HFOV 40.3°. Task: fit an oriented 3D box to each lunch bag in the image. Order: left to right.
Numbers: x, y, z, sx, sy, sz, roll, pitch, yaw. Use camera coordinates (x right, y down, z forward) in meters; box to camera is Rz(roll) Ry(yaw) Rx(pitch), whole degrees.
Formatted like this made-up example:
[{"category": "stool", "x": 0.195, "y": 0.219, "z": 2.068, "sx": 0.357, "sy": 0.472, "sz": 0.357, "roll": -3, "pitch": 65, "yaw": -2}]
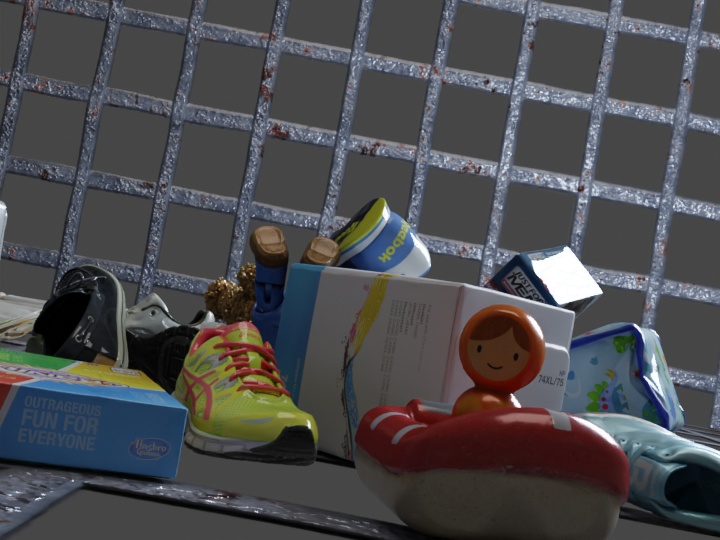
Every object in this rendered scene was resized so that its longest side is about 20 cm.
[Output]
[{"category": "lunch bag", "x": 0.195, "y": 0.133, "z": 0.937, "sx": 0.198, "sy": 0.129, "sz": 0.170, "roll": -18, "pitch": -14, "yaw": 19}]

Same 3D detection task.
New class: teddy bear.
[{"category": "teddy bear", "x": -0.120, "y": 0.065, "z": 1.110, "sx": 0.066, "sy": 0.146, "sz": 0.199, "roll": 10, "pitch": 13, "yaw": -46}]

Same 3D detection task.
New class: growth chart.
[{"category": "growth chart", "x": -0.366, "y": 0.051, "z": 0.925, "sx": 0.144, "sy": 0.018, "sz": 0.199, "roll": 11, "pitch": 16, "yaw": 32}]

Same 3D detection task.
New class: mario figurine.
[{"category": "mario figurine", "x": -0.080, "y": 0.048, "z": 0.935, "sx": 0.123, "sy": 0.201, "sz": 0.106, "roll": 32, "pitch": 35, "yaw": 24}]

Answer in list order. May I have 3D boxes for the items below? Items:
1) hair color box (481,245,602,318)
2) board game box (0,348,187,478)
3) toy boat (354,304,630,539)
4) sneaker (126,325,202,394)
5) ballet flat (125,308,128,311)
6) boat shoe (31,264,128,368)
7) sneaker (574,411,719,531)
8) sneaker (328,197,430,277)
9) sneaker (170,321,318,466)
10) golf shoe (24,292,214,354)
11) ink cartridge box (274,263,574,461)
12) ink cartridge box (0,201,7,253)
[{"category": "hair color box", "x": 0.120, "y": 0.066, "z": 0.913, "sx": 0.100, "sy": 0.200, "sz": 0.061, "roll": -10, "pitch": 58, "yaw": -53}, {"category": "board game box", "x": -0.200, "y": 0.081, "z": 0.610, "sx": 0.152, "sy": 0.041, "sz": 0.200, "roll": 12, "pitch": -3, "yaw": -20}, {"category": "toy boat", "x": 0.076, "y": 0.085, "z": 0.575, "sx": 0.129, "sy": 0.132, "sz": 0.200, "roll": 11, "pitch": -3, "yaw": -13}, {"category": "sneaker", "x": -0.172, "y": 0.089, "z": 0.913, "sx": 0.198, "sy": 0.077, "sz": 0.091, "roll": 11, "pitch": -9, "yaw": 27}, {"category": "ballet flat", "x": -0.282, "y": 0.068, "z": 1.114, "sx": 0.072, "sy": 0.074, "sz": 0.200, "roll": 10, "pitch": -11, "yaw": 8}, {"category": "boat shoe", "x": -0.249, "y": 0.041, "z": 0.860, "sx": 0.062, "sy": 0.075, "sz": 0.200, "roll": 40, "pitch": 8, "yaw": -31}, {"category": "sneaker", "x": 0.228, "y": 0.155, "z": 0.780, "sx": 0.198, "sy": 0.075, "sz": 0.082, "roll": 8, "pitch": -7, "yaw": 27}, {"category": "sneaker", "x": 0.000, "y": 0.000, "z": 0.969, "sx": 0.082, "sy": 0.074, "sz": 0.200, "roll": 34, "pitch": -24, "yaw": -11}, {"category": "sneaker", "x": -0.087, "y": 0.082, "z": 0.697, "sx": 0.078, "sy": 0.091, "sz": 0.199, "roll": 14, "pitch": -3, "yaw": -31}, {"category": "golf shoe", "x": -0.242, "y": 0.068, "z": 1.017, "sx": 0.198, "sy": 0.098, "sz": 0.078, "roll": 11, "pitch": -1, "yaw": -31}, {"category": "ink cartridge box", "x": 0.045, "y": 0.083, "z": 0.798, "sx": 0.146, "sy": 0.148, "sz": 0.199, "roll": 14, "pitch": -5, "yaw": -41}, {"category": "ink cartridge box", "x": -0.343, "y": 0.003, "z": 0.664, "sx": 0.084, "sy": 0.146, "sz": 0.200, "roll": 8, "pitch": -4, "yaw": 19}]
